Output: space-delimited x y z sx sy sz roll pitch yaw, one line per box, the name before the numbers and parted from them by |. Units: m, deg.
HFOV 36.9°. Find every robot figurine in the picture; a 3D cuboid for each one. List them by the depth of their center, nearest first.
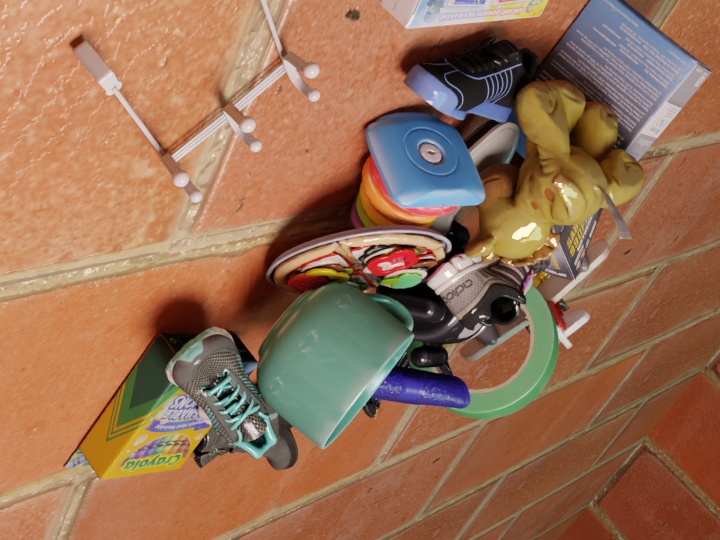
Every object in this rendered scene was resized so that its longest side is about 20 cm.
robot figurine | 0.097 0.028 1.324 0.150 0.125 0.200 -43 160 14

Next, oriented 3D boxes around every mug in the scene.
mug | -0.031 0.087 1.123 0.152 0.114 0.185 -53 172 9

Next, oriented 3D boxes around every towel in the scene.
towel | 0.017 0.128 1.307 0.199 0.050 0.147 13 170 -28

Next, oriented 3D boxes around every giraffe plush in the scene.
giraffe plush | 0.188 -0.079 1.137 0.172 0.201 0.162 21 139 -34

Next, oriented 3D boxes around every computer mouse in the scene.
computer mouse | 0.078 0.184 1.635 0.140 0.046 0.200 -45 155 1

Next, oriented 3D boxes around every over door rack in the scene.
over door rack | -0.111 -0.143 0.835 0.148 0.067 0.200 -41 155 -6

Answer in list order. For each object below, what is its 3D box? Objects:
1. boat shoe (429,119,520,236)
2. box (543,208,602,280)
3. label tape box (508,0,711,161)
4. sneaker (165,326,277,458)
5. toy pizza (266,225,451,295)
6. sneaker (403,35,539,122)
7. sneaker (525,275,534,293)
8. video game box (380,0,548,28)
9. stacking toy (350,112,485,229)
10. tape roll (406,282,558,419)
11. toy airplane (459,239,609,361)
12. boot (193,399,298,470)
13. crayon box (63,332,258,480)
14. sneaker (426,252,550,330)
boat shoe | 0.094 -0.099 1.206 0.200 0.060 0.076 -47 142 14
box | 0.261 -0.111 1.322 0.201 0.048 0.158 -66 152 -17
label tape box | 0.269 -0.191 1.218 0.200 0.144 0.063 -53 155 21
sneaker | -0.128 0.128 1.084 0.078 0.091 0.200 -41 153 -10
toy pizza | 0.000 0.000 1.145 0.199 0.032 0.200 -10 164 -3
sneaker | 0.115 -0.198 1.081 0.200 0.070 0.078 -10 137 -59
sneaker | 0.193 -0.046 1.373 0.083 0.080 0.201 -34 140 -64
video game box | 0.129 -0.306 0.953 0.200 0.047 0.183 -16 142 -43
stacking toy | 0.033 -0.064 1.144 0.116 0.110 0.200 -5 149 -30
tape roll | 0.161 0.095 1.438 0.200 0.200 0.048 -43 155 0
toy airplane | 0.244 0.040 1.543 0.200 0.141 0.199 -46 -169 -36
boot | -0.150 0.212 1.354 0.130 0.068 0.200 -20 152 -14
crayon box | -0.214 0.156 1.168 0.200 0.052 0.126 -52 153 19
sneaker | 0.158 0.019 1.218 0.200 0.088 0.074 -14 162 -49
